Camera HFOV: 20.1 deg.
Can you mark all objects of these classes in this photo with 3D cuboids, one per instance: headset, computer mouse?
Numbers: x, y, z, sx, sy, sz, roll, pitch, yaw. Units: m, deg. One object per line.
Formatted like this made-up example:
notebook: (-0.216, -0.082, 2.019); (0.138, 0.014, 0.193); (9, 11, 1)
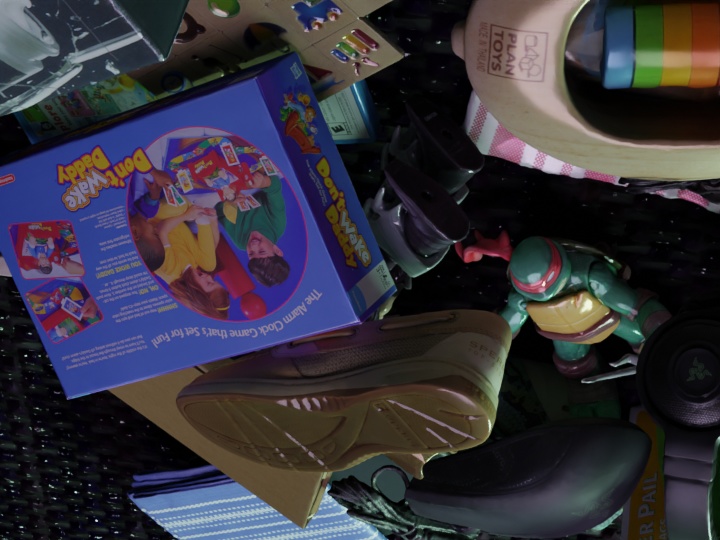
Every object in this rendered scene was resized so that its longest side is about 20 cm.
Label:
headset: (0.170, 0.045, 1.047); (0.093, 0.201, 0.123); (8, -167, 19)
computer mouse: (0.092, 0.143, 1.245); (0.199, 0.053, 0.138); (-23, 147, 35)

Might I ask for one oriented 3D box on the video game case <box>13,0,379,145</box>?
video game case: (-0.102, -0.112, 1.065); (0.199, 0.018, 0.143); (-1, 147, 16)

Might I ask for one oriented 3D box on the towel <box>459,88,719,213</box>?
towel: (0.161, -0.083, 1.033); (0.199, 0.030, 0.147); (13, 147, -6)

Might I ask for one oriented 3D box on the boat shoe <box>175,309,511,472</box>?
boat shoe: (-0.008, 0.059, 1.058); (0.199, 0.065, 0.071); (-6, 138, 35)

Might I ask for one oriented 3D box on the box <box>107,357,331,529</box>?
box: (-0.104, 0.077, 1.256); (0.200, 0.021, 0.164); (34, 159, 7)

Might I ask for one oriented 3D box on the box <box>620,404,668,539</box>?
box: (0.232, 0.187, 1.274); (0.101, 0.201, 0.112); (-16, 140, 33)

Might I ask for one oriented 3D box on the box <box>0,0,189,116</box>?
box: (-0.200, -0.171, 0.882); (0.196, 0.124, 0.200); (-16, 133, 31)

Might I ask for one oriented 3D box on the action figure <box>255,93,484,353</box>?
action figure: (0.000, 0.000, 1.120); (0.069, 0.130, 0.200); (37, 134, 1)

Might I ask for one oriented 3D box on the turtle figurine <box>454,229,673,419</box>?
turtle figurine: (0.124, 0.032, 1.157); (0.149, 0.101, 0.200); (-1, 161, 31)

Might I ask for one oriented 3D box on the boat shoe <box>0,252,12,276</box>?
boat shoe: (-0.125, -0.034, 1.147); (0.199, 0.072, 0.060); (-1, 108, 16)

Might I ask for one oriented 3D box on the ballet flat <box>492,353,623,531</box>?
ballet flat: (0.128, 0.097, 1.303); (0.074, 0.075, 0.200); (-10, 145, 27)

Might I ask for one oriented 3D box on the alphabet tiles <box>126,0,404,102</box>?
alphabet tiles: (-0.080, -0.144, 0.988); (0.166, 0.006, 0.200); (-24, 131, 39)

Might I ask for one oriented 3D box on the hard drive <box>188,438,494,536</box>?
hard drive: (-0.009, 0.141, 1.421); (0.139, 0.033, 0.200); (30, 143, -29)

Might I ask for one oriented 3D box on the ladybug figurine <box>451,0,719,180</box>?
ladybug figurine: (0.141, -0.111, 0.933); (0.199, 0.072, 0.136); (3, 121, 0)

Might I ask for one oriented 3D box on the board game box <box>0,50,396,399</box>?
board game box: (-0.096, -0.019, 1.062); (0.199, 0.045, 0.135); (-15, 104, 32)

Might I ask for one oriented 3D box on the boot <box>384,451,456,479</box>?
boot: (0.009, 0.084, 1.216); (0.076, 0.074, 0.200); (51, 175, -7)

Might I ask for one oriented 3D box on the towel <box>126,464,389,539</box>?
towel: (-0.058, 0.185, 1.458); (0.144, 0.024, 0.200); (-12, 144, 26)
